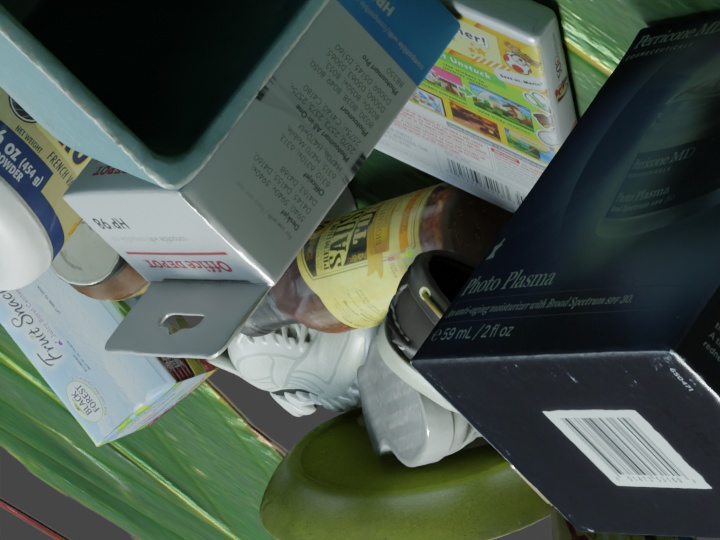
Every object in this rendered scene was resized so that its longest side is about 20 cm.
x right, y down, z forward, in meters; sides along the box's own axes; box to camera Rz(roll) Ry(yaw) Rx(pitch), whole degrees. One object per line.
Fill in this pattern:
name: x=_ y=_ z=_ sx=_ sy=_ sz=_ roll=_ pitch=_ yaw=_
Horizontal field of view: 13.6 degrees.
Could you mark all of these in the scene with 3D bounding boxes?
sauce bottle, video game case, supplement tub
sauce bottle: x=0.000 y=0.000 z=1.625 sx=0.199 sy=0.066 sz=0.066 roll=-17 pitch=127 yaw=46
video game case: x=0.018 y=-0.106 z=1.482 sx=0.199 sy=0.023 sz=0.182 roll=26 pitch=158 yaw=24
sauce bottle: x=-0.135 y=-0.015 z=1.644 sx=0.065 sy=0.065 sz=0.200 roll=33 pitch=-174 yaw=4
supplement tub: x=-0.168 y=-0.107 z=1.506 sx=0.144 sy=0.200 sz=0.145 roll=30 pitch=159 yaw=12

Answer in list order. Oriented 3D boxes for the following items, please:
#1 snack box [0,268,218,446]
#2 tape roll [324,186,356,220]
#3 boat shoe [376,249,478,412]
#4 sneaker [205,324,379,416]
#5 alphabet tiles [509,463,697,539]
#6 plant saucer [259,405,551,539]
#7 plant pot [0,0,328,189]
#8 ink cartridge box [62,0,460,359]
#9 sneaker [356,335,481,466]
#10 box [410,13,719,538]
snack box: x=-0.170 y=0.016 z=1.815 sx=0.169 sy=0.068 sz=0.200 roll=51 pitch=-177 yaw=3
tape roll: x=-0.092 y=-0.063 z=1.723 sx=0.202 sy=0.037 sz=0.203 roll=31 pitch=159 yaw=13
boat shoe: x=0.104 y=0.059 z=1.510 sx=0.200 sy=0.072 sz=0.061 roll=28 pitch=134 yaw=6
sneaker: x=-0.036 y=0.041 z=1.791 sx=0.081 sy=0.076 sz=0.200 roll=22 pitch=162 yaw=-17
alphabet tiles: x=0.131 y=0.110 z=1.598 sx=0.006 sy=0.200 sz=0.166 roll=-33 pitch=118 yaw=23
plant saucer: x=0.037 y=0.109 z=1.728 sx=0.199 sy=0.199 sz=0.031 roll=11 pitch=118 yaw=47
plant pot: x=-0.130 y=-0.174 z=1.335 sx=0.196 sy=0.197 sz=0.200 roll=44 pitch=164 yaw=-24
ink cartridge box: x=-0.057 y=-0.058 z=1.384 sx=0.067 sy=0.200 sz=0.116 roll=45 pitch=157 yaw=-24
sneaker: x=0.065 y=0.061 z=1.633 sx=0.200 sy=0.115 sz=0.074 roll=165 pitch=94 yaw=-84
box: x=0.156 y=-0.003 z=1.243 sx=0.123 sy=0.199 sz=0.200 roll=45 pitch=157 yaw=-20
